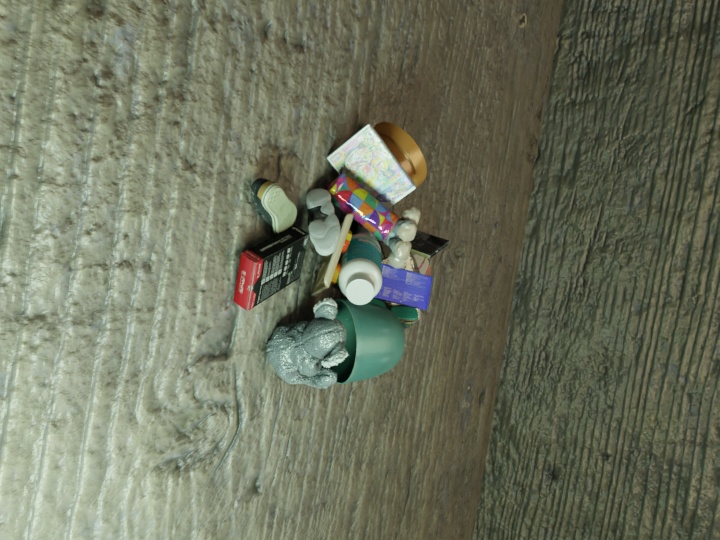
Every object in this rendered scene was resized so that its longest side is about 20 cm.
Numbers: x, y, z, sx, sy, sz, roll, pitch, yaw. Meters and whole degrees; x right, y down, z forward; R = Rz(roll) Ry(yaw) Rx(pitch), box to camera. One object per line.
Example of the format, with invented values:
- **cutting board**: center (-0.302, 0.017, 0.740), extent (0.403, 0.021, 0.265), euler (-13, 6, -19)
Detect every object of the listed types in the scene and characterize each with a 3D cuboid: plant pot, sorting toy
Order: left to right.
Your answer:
- **sorting toy**: center (-0.066, -0.031, 1.582), extent (0.200, 0.036, 0.189), euler (140, -30, -73)
- **plant pot**: center (0.015, 0.173, 1.581), extent (0.157, 0.200, 0.207), euler (0, 101, -28)
- **plant pot**: center (0.061, -0.271, 1.700), extent (0.140, 0.198, 0.202), euler (-44, 139, -21)

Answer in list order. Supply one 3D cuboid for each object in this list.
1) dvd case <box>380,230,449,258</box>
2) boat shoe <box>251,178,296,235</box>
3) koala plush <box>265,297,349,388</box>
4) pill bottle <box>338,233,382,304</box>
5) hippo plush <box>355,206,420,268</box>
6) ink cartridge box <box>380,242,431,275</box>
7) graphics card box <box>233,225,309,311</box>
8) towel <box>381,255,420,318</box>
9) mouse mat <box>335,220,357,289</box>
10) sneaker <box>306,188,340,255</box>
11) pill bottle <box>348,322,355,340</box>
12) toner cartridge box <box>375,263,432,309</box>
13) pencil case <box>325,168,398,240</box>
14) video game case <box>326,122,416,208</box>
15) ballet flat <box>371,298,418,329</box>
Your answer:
- **dvd case**: center (0.151, -0.093, 1.900), extent (0.148, 0.196, 0.016), euler (-32, 136, -53)
- **boat shoe**: center (-0.189, -0.139, 1.389), extent (0.075, 0.062, 0.201), euler (-52, 160, -12)
- **koala plush**: center (-0.103, 0.171, 1.481), extent (0.180, 0.198, 0.182), euler (7, 65, -39)
- **pill bottle**: center (0.000, 0.000, 1.568), extent (0.202, 0.107, 0.113), euler (-89, 174, -60)
- **hippo plush**: center (0.068, -0.123, 1.706), extent (0.161, 0.157, 0.203), euler (109, -1, -48)
- **ink cartridge box**: center (0.143, -0.045, 1.991), extent (0.068, 0.114, 0.202), euler (-63, 149, -28)
- **graphics card box**: center (-0.195, -0.009, 1.403), extent (0.199, 0.050, 0.128), euler (-35, 146, -52)
- **towel**: center (0.103, 0.056, 1.806), extent (0.130, 0.034, 0.206), euler (-13, 99, -31)
- **mouse mat**: center (-0.035, -0.056, 1.724), extent (0.161, 0.007, 0.205), euler (59, 47, -73)
- **sneaker**: center (-0.087, -0.092, 1.518), extent (0.115, 0.073, 0.203), euler (88, -7, -50)
- **pill bottle**: center (-0.011, 0.154, 1.773), extent (0.199, 0.114, 0.120), euler (10, 92, -62)
- **toner cartridge box**: center (0.107, 0.044, 1.762), extent (0.196, 0.043, 0.098), euler (15, 82, -33)
- **pencil case**: center (0.001, -0.162, 1.592), extent (0.089, 0.199, 0.089), euler (-50, -172, 10)
- **video game case**: center (0.028, -0.248, 1.596), extent (0.201, 0.142, 0.018), euler (50, 24, -17)
- **ballet flat**: center (0.063, 0.122, 1.718), extent (0.195, 0.074, 0.076), euler (15, 86, -21)
